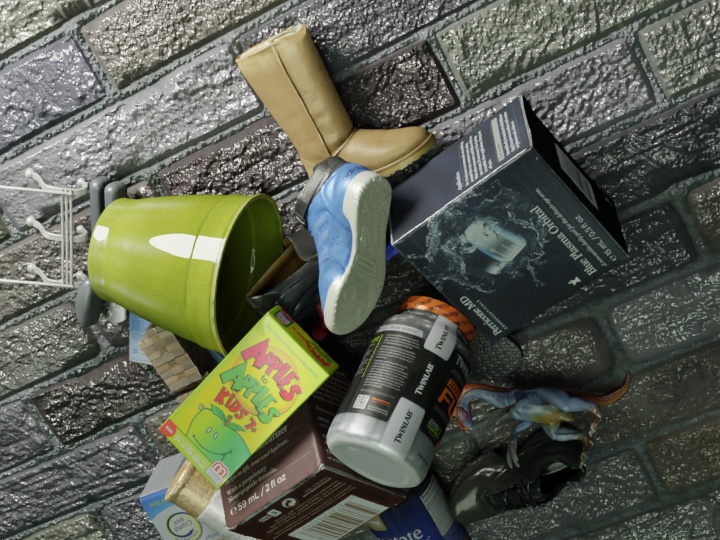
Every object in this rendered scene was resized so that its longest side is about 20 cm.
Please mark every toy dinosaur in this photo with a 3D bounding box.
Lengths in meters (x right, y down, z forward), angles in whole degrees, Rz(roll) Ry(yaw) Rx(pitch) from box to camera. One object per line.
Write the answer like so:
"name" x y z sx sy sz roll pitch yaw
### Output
"toy dinosaur" 0.214 0.179 1.523 0.181 0.200 0.106 26 130 24

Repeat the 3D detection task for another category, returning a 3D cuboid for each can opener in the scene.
"can opener" -0.327 -0.019 1.540 0.052 0.066 0.201 18 114 27

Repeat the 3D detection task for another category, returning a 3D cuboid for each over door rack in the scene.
"over door rack" -0.450 -0.052 1.536 0.199 0.067 0.149 0 116 -13

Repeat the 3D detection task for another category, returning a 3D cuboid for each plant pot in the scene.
"plant pot" -0.220 -0.009 1.469 0.192 0.200 0.202 11 117 17

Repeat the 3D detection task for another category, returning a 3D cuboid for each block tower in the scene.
"block tower" -0.215 0.146 1.584 0.054 0.058 0.201 -25 107 20

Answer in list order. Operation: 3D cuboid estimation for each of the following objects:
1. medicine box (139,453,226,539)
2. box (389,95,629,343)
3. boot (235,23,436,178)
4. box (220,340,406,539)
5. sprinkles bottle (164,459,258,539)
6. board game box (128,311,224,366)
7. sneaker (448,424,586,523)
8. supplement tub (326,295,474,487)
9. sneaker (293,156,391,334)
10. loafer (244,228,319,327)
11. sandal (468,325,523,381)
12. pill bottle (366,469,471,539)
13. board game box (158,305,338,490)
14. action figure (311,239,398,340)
"medicine box" -0.170 0.339 1.659 0.181 0.103 0.201 -22 109 18
"box" 0.169 -0.054 1.386 0.200 0.118 0.197 -35 120 23
"boot" -0.029 -0.195 1.407 0.174 0.066 0.201 -23 108 18
"box" -0.072 0.218 1.500 0.166 0.201 0.164 -37 139 24
"sprinkles bottle" -0.154 0.320 1.552 0.199 0.068 0.068 34 116 -7
"board game box" -0.210 0.089 1.596 0.199 0.019 0.104 9 118 6
"sneaker" 0.203 0.275 1.556 0.199 0.091 0.076 -33 112 11
"supplement tub" 0.052 0.137 1.386 0.122 0.201 0.123 21 154 11
"sneaker" -0.029 -0.033 1.399 0.111 0.076 0.201 32 124 43
"loafer" -0.061 -0.021 1.448 0.072 0.073 0.201 38 81 -36
"sandal" 0.116 0.108 1.541 0.199 0.045 0.076 -13 107 31
"pill bottle" 0.058 0.314 1.603 0.111 0.112 0.201 -24 109 19
"board game box" -0.131 0.148 1.397 0.102 0.048 0.200 45 106 3
"action figure" 0.000 0.000 1.501 0.065 0.099 0.201 35 93 -5
